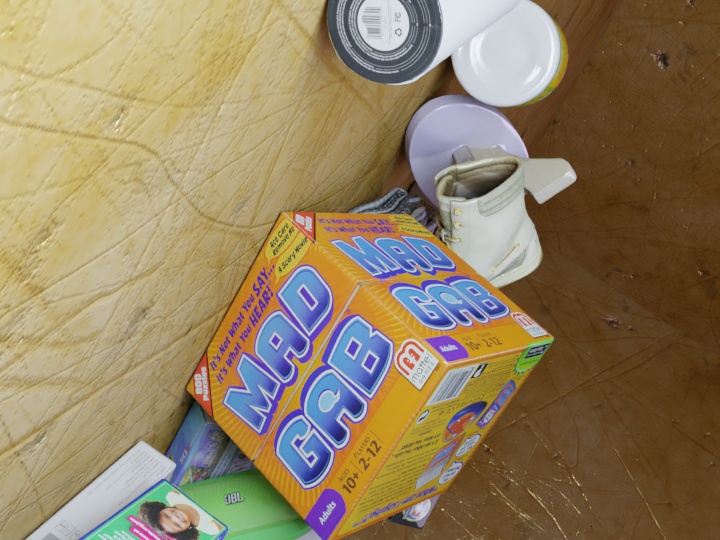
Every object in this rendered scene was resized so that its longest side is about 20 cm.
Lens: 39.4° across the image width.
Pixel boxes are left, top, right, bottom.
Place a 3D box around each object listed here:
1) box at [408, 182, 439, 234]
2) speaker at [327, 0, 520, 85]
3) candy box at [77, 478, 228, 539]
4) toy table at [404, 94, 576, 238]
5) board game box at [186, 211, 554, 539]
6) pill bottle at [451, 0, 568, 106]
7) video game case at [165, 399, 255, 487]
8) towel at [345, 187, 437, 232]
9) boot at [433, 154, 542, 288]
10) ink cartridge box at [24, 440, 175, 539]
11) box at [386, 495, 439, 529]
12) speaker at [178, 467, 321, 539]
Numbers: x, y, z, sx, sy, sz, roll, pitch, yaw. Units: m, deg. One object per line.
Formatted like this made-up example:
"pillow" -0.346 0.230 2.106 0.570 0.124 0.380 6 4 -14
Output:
"box" 0.091 -0.018 1.461 0.200 0.128 0.109 -60 171 18
"speaker" 0.055 -0.192 0.697 0.200 0.081 0.081 -45 166 -54
"candy box" -0.199 0.268 0.734 0.169 0.077 0.200 -60 172 15
"toy table" 0.137 -0.092 1.128 0.184 0.117 0.200 -43 134 20
"board game box" 0.009 0.085 0.913 0.200 0.200 0.200 -4 130 -55
"pill bottle" 0.170 -0.236 1.103 0.111 0.111 0.200 -58 172 16
"video game case" -0.125 0.226 1.050 0.181 0.045 0.200 13 119 -35
"towel" 0.000 0.000 1.156 0.166 0.086 0.200 -63 169 28
"boot" 0.088 -0.026 1.035 0.200 0.072 0.155 -27 139 -4
"ink cartridge box" -0.247 0.256 0.826 0.176 0.045 0.200 -61 170 28
"box" 0.041 0.160 1.097 0.160 0.044 0.200 -63 -149 6
"speaker" -0.111 0.234 0.954 0.200 0.089 0.088 -14 169 0
